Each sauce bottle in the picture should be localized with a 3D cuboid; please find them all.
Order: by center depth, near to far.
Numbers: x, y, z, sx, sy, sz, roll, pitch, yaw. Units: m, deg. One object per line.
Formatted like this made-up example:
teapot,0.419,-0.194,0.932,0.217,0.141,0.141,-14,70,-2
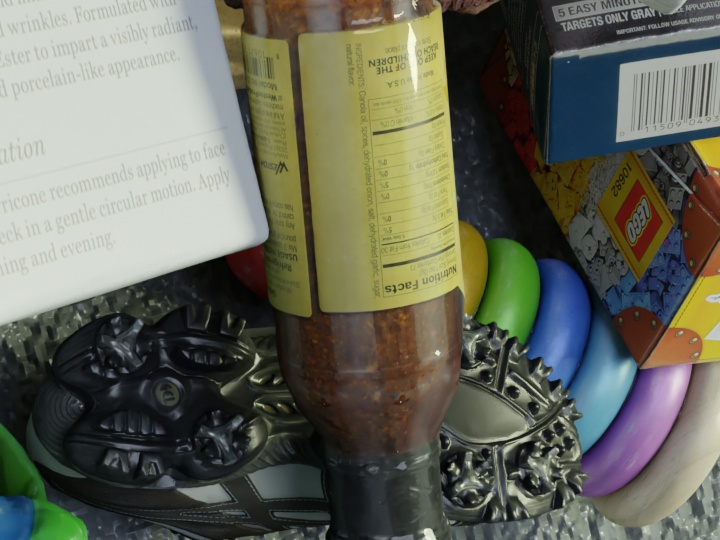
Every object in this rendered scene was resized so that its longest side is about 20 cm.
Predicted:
sauce bottle,0.000,0.000,0.944,0.066,0.066,0.201,-14,110,-30

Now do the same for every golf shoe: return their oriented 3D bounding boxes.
golf shoe,-0.021,0.055,1.033,0.199,0.094,0.078,9,67,-22

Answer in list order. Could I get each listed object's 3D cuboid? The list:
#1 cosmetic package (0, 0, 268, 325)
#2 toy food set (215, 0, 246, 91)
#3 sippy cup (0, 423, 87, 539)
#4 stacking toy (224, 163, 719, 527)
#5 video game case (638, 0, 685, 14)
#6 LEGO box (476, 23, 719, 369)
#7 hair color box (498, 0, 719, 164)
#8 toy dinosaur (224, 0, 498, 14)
cosmetic package,-0.156,-0.077,0.895,0.165,0.164,0.201,-17,95,-56
toy food set,-0.068,-0.150,1.035,0.199,0.049,0.199,-19,85,-35
sippy cup,-0.173,0.106,0.928,0.130,0.178,0.140,31,100,-13
stacking toy,0.037,0.018,1.085,0.199,0.085,0.086,26,74,-19
video game case,0.035,-0.183,0.908,0.199,0.017,0.144,27,70,-6
LEGO box,0.167,-0.050,1.116,0.199,0.077,0.149,-4,50,-30
hair color box,0.092,-0.138,1.056,0.099,0.061,0.201,-9,53,-5
toy dinosaur,0.055,-0.124,0.965,0.200,0.086,0.136,-35,83,-5
